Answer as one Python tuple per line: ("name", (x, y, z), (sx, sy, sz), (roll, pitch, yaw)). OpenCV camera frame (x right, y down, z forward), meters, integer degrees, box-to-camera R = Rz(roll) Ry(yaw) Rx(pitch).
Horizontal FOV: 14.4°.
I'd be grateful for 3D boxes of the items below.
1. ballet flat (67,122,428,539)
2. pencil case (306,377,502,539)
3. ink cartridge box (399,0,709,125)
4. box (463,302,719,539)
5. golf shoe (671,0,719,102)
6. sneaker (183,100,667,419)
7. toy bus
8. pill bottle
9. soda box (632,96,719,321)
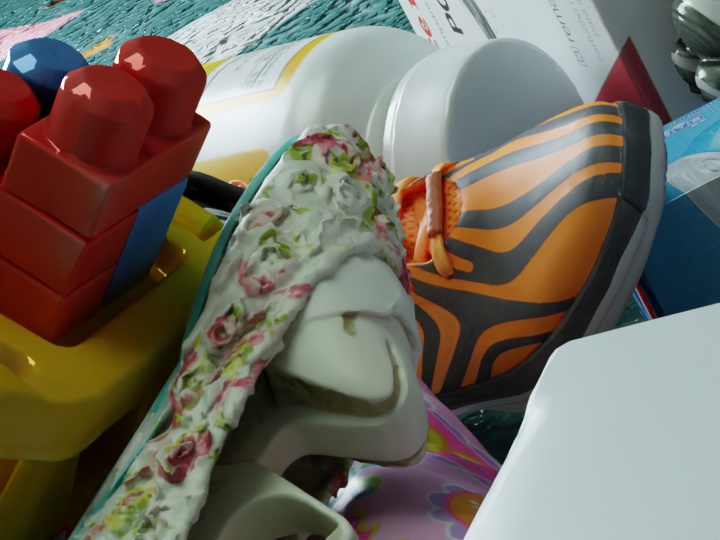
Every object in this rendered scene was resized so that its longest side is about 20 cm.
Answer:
("ballet flat", (-0.021, 0.051, 0.682), (0.064, 0.076, 0.200), (8, 57, 31))
("pencil case", (0.012, 0.084, 0.749), (0.087, 0.087, 0.200), (-30, 20, -7))
("ink cartridge box", (0.083, -0.107, 1.037), (0.083, 0.147, 0.200), (-34, 20, -13))
("box", (0.090, 0.118, 0.388), (0.106, 0.200, 0.152), (-15, 24, 31))
("golf shoe", (0.196, -0.104, 0.926), (0.200, 0.088, 0.077), (-11, 21, -19))
("sneaker", (0.000, 0.000, 0.851), (0.200, 0.112, 0.078), (-42, 34, 47))
("toy bus", (-0.107, 0.032, 0.700), (0.200, 0.136, 0.192), (-41, -20, -55))
("pill bottle", (-0.018, -0.025, 1.016), (0.200, 0.113, 0.113), (-10, 26, 41))
("soda box", (0.173, -0.040, 0.869), (0.200, 0.068, 0.064), (-28, 19, 0))
